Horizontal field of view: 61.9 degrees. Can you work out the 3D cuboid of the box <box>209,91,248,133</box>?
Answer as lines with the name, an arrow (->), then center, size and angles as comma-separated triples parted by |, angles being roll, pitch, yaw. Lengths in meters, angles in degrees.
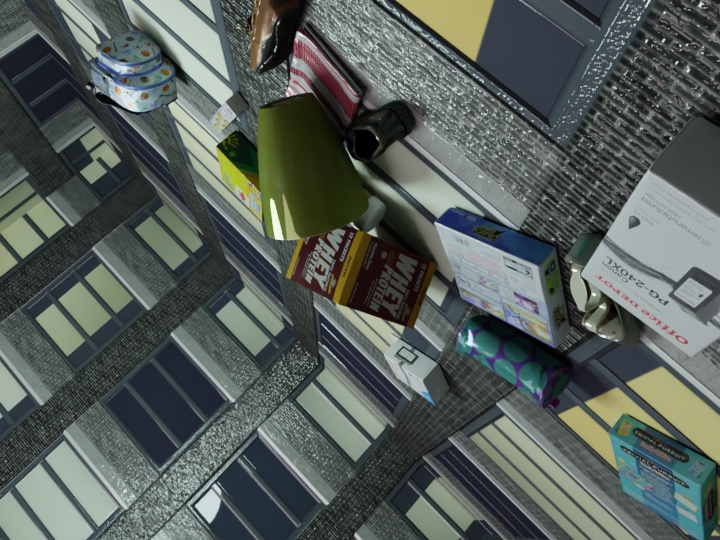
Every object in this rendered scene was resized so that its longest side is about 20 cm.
box -> -0.307, -0.362, 1.389 | 0.042, 0.039, 0.199 | 51, 163, -17

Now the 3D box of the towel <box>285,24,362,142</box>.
towel -> -0.065, -0.289, 0.985 | 0.145, 0.023, 0.200 | 50, 163, 2

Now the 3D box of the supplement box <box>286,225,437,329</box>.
supplement box -> 0.000, 0.000, 1.157 | 0.195, 0.135, 0.199 | 21, -179, -38

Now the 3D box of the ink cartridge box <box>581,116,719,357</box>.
ink cartridge box -> 0.316, -0.020, 0.569 | 0.145, 0.083, 0.201 | 40, 161, 20

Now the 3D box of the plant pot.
plant pot -> -0.096, -0.182, 1.001 | 0.186, 0.185, 0.203 | 20, 131, 55

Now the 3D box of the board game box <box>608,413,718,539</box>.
board game box -> 0.498, 0.341, 0.985 | 0.150, 0.047, 0.201 | 28, 154, 47

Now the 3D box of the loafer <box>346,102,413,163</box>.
loafer -> 0.011, -0.204, 0.931 | 0.072, 0.063, 0.199 | 52, 162, -10

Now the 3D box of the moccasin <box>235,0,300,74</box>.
moccasin -> -0.146, -0.372, 0.928 | 0.078, 0.073, 0.201 | 58, 166, 1

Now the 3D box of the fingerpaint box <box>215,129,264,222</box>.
fingerpaint box -> -0.284, -0.238, 1.548 | 0.167, 0.073, 0.200 | 46, 163, 7

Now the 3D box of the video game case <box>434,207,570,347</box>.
video game case -> 0.219, 0.008, 0.928 | 0.199, 0.045, 0.183 | 30, 155, 44

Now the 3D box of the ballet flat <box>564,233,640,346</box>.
ballet flat -> 0.304, 0.042, 0.769 | 0.067, 0.064, 0.201 | 23, 151, 52

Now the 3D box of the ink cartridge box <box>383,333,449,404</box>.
ink cartridge box -> 0.140, 0.266, 1.645 | 0.199, 0.068, 0.117 | 29, 155, 46

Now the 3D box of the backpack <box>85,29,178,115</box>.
backpack -> -0.550, -0.487, 1.489 | 0.190, 0.200, 0.155 | 39, 149, 12

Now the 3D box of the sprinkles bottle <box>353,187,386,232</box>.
sprinkles bottle -> -0.042, -0.158, 1.152 | 0.200, 0.068, 0.069 | 42, 162, 17

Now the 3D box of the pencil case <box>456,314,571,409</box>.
pencil case -> 0.270, 0.158, 1.070 | 0.199, 0.084, 0.094 | 34, 143, 38
